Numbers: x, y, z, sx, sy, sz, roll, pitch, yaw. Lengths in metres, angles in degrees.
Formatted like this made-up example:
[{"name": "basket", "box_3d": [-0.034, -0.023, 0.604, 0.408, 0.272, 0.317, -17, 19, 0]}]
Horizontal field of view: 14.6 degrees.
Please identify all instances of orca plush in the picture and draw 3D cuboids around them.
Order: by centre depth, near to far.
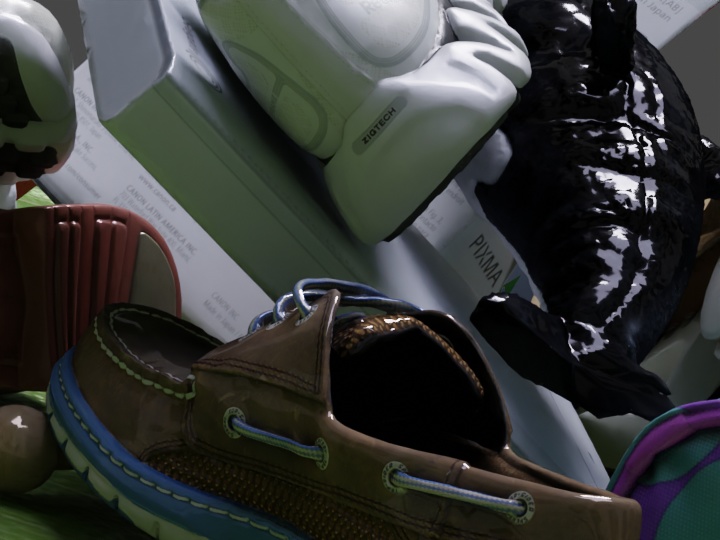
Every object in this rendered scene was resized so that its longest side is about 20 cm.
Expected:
[{"name": "orca plush", "box_3d": [0.053, -0.043, 0.767, 0.105, 0.071, 0.200, 10, 30, 8]}]

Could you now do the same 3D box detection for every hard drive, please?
[{"name": "hard drive", "box_3d": [0.000, 0.000, 0.769, 0.200, 0.027, 0.132, 46, 9, -23]}]

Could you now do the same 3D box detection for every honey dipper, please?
[{"name": "honey dipper", "box_3d": [-0.038, 0.045, 0.779, 0.038, 0.038, 0.200, 21, 9, 34]}]

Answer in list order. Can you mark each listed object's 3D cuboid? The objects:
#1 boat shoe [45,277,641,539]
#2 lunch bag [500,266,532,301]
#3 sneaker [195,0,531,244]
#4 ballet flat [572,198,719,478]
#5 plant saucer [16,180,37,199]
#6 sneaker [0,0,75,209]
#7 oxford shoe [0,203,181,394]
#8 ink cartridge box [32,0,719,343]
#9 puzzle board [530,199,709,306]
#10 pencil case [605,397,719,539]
[{"name": "boat shoe", "box_3d": [0.000, 0.042, 0.654, 0.072, 0.073, 0.200, 10, 15, -44]}, {"name": "lunch bag", "box_3d": [0.020, -0.032, 1.036, 0.075, 0.161, 0.200, 19, 6, 22]}, {"name": "sneaker", "box_3d": [-0.004, -0.075, 0.760, 0.081, 0.075, 0.200, 39, 10, -12]}, {"name": "ballet flat", "box_3d": [0.108, 0.017, 0.831, 0.068, 0.200, 0.072, 43, 48, -7]}, {"name": "plant saucer", "box_3d": [-0.236, -0.053, 1.079, 0.199, 0.037, 0.200, 16, 5, 10]}, {"name": "sneaker", "box_3d": [-0.127, -0.063, 0.841, 0.075, 0.082, 0.200, 7, -8, -15]}, {"name": "oxford shoe", "box_3d": [-0.140, 0.007, 0.773, 0.074, 0.071, 0.200, -5, -13, 39]}, {"name": "ink cartridge box", "box_3d": [0.005, -0.057, 0.917, 0.162, 0.200, 0.050, 43, -12, 36]}, {"name": "puzzle board", "box_3d": [0.132, 0.026, 0.978, 0.150, 0.017, 0.200, 7, 34, 13]}, {"name": "pencil case", "box_3d": [0.126, 0.074, 0.742, 0.093, 0.085, 0.200, 62, 21, 12]}]
